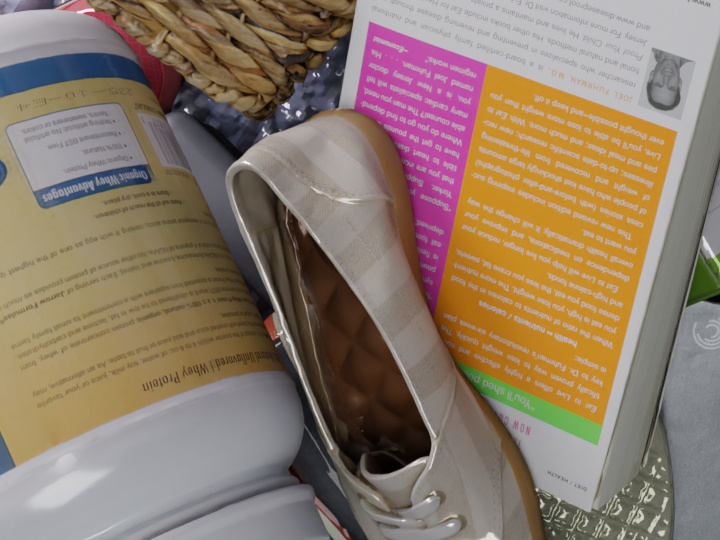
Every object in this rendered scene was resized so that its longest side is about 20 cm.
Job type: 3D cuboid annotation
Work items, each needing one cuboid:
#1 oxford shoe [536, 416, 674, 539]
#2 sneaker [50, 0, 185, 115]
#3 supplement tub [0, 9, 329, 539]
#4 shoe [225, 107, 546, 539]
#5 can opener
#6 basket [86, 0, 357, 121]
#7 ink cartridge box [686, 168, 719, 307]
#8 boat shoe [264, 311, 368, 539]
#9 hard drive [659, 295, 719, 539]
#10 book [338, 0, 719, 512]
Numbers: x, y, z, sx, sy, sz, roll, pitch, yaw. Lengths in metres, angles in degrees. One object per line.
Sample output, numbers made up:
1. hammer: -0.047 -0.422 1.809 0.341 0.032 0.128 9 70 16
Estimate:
1. oxford shoe: 0.076 0.050 0.869 0.075 0.058 0.201 -20 97 -5
2. sneaker: -0.151 -0.036 0.855 0.200 0.087 0.074 -35 102 14
3. supplement tub: -0.107 0.029 0.736 0.144 0.145 0.201 -29 78 13
4. shoe: 0.005 0.045 0.729 0.070 0.053 0.201 -20 90 38
5. can opener: 0.000 0.000 0.837 0.200 0.053 0.067 44 96 17
6. basket: -0.057 -0.175 0.775 0.200 0.143 0.149 43 107 -8
7. ink cartridge box: 0.122 -0.108 0.785 0.148 0.076 0.200 -32 88 -17
8. boat shoe: 0.024 0.094 0.888 0.200 0.071 0.063 44 110 -2
9. hard drive: 0.173 0.110 0.897 0.139 0.033 0.201 11 107 2
10. book: 0.052 -0.037 0.731 0.133 0.048 0.201 22 116 24
